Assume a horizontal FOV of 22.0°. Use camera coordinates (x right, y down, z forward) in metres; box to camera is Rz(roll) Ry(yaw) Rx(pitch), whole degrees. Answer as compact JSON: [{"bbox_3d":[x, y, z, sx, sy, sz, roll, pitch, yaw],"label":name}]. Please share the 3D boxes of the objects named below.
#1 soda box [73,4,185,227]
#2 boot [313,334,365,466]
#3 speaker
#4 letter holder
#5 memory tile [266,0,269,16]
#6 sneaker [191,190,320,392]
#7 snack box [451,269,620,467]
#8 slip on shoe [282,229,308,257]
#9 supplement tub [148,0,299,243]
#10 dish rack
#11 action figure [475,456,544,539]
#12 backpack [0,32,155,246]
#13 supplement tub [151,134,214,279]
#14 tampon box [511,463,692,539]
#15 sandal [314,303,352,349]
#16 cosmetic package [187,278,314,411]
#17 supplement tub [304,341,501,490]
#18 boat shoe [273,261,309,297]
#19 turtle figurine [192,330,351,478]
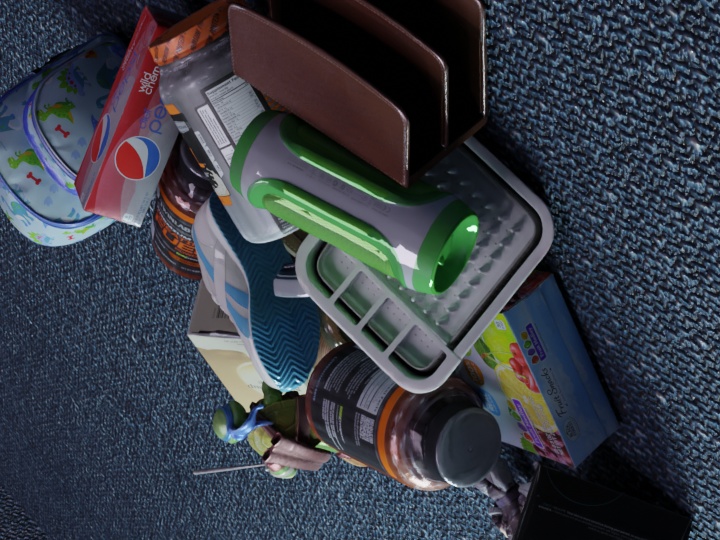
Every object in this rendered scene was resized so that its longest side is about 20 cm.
[{"bbox_3d":[-0.211,-0.149,1.791,0.202,0.063,0.070,-66,25,17],"label":"soda box"},{"bbox_3d":[0.026,0.156,1.930,0.154,0.074,0.201,25,147,40],"label":"boot"},{"bbox_3d":[-0.006,-0.056,1.495,0.199,0.089,0.089,28,149,21],"label":"speaker"},{"bbox_3d":[-0.004,-0.187,1.460,0.199,0.100,0.143,35,148,28],"label":"letter holder"},{"bbox_3d":[-0.017,-0.163,1.635,0.200,0.017,0.154,45,155,20],"label":"memory tile"},{"bbox_3d":[-0.100,0.022,1.755,0.081,0.076,0.202,-40,68,58],"label":"sneaker"},{"bbox_3d":[0.119,0.072,1.644,0.199,0.067,0.170,16,137,57],"label":"snack box"},{"bbox_3d":[-0.067,-0.095,1.757,0.060,0.076,0.202,2,118,65],"label":"slip on shoe"},{"bbox_3d":[-0.099,-0.137,1.649,0.201,0.122,0.122,60,155,-15],"label":"supplement tub"},{"bbox_3d":[0.057,-0.019,1.539,0.172,0.043,0.201,44,111,16],"label":"dish rack"},{"bbox_3d":[0.136,0.207,1.806,0.200,0.069,0.130,48,149,2],"label":"action figure"},{"bbox_3d":[-0.296,-0.137,1.948,0.184,0.199,0.147,55,160,0],"label":"backpack"},{"bbox_3d":[-0.156,-0.077,1.879,0.107,0.107,0.200,47,156,13],"label":"supplement tub"},{"bbox_3d":[0.198,0.295,1.672,0.148,0.127,0.201,18,148,7],"label":"tampon box"},{"bbox_3d":[-0.048,0.028,1.829,0.081,0.054,0.200,58,-174,-24],"label":"sandal"},{"bbox_3d":[-0.098,0.088,1.959,0.104,0.072,0.200,1,150,21],"label":"cosmetic package"},{"bbox_3d":[0.041,0.134,1.660,0.199,0.107,0.108,20,140,55],"label":"supplement tub"},{"bbox_3d":[0.006,-0.031,1.628,0.198,0.071,0.092,-10,90,30],"label":"boat shoe"},{"bbox_3d":[-0.058,0.131,1.826,0.200,0.192,0.146,149,124,-73],"label":"turtle figurine"}]
